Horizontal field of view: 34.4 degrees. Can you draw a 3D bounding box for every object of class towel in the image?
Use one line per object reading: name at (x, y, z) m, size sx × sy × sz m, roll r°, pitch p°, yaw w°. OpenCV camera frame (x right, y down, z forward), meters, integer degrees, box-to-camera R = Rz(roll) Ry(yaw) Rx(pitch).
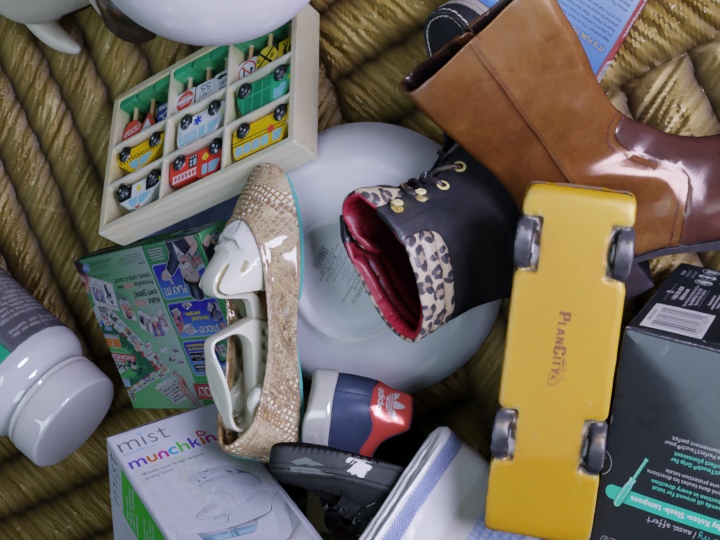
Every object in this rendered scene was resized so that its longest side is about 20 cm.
towel at (0.076, 0.212, 0.727) m, size 0.200 × 0.148 × 0.024 m, roll 43°, pitch 161°, yaw -18°

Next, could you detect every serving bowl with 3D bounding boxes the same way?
serving bowl at (0.000, 0.000, 0.820) m, size 0.197 × 0.066 × 0.204 m, roll 4°, pitch 104°, yaw 17°

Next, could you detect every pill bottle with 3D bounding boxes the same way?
pill bottle at (-0.318, 0.072, 1.024) m, size 0.199 × 0.113 × 0.114 m, roll 37°, pitch 119°, yaw 16°

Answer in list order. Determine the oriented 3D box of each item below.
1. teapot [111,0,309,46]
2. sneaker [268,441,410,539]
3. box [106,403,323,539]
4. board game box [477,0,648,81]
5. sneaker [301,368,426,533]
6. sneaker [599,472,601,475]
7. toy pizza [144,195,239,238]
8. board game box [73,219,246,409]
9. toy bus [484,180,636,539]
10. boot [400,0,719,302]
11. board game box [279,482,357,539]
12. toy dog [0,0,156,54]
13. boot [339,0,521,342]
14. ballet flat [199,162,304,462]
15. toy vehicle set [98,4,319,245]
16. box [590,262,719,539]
teapot at (-0.087, -0.238, 0.736) m, size 0.195 × 0.146 × 0.203 m, roll 19°, pitch 94°, yaw -20°
sneaker at (0.028, 0.179, 0.749) m, size 0.197 × 0.060 × 0.106 m, roll 14°, pitch 84°, yaw -17°
box at (-0.104, 0.232, 0.834) m, size 0.176 × 0.095 × 0.203 m, roll 41°, pitch 137°, yaw 46°
board game box at (0.096, -0.214, 0.756) m, size 0.199 × 0.019 × 0.104 m, roll 39°, pitch 118°, yaw 16°
sneaker at (0.005, 0.141, 0.845) m, size 0.083 × 0.076 × 0.201 m, roll 7°, pitch 150°, yaw 5°
sneaker at (0.107, 0.154, 0.817) m, size 0.129 × 0.079 × 0.203 m, roll -10°, pitch 98°, yaw 31°
toy pizza at (-0.106, -0.002, 0.927) m, size 0.197 × 0.032 × 0.204 m, roll 8°, pitch 107°, yaw 29°
board game box at (-0.143, 0.040, 0.896) m, size 0.198 × 0.029 × 0.136 m, roll -7°, pitch 107°, yaw 50°
toy bus at (0.114, 0.052, 0.668) m, size 0.064 × 0.078 × 0.204 m, roll 7°, pitch 100°, yaw 10°
boot at (0.151, -0.094, 0.674) m, size 0.187 × 0.069 × 0.200 m, roll -29°, pitch 116°, yaw 28°
board game box at (-0.063, 0.284, 0.967) m, size 0.163 × 0.057 × 0.203 m, roll 20°, pitch 113°, yaw 24°
toy dog at (-0.207, -0.235, 0.862) m, size 0.197 × 0.139 × 0.197 m, roll 18°, pitch 125°, yaw 25°
boot at (0.054, -0.064, 0.739) m, size 0.073 × 0.149 × 0.203 m, roll -12°, pitch 100°, yaw 56°
ballet flat at (-0.074, 0.030, 0.778) m, size 0.070 × 0.065 × 0.204 m, roll -2°, pitch 92°, yaw 52°
toy vehicle set at (-0.114, -0.108, 0.864) m, size 0.198 × 0.026 × 0.126 m, roll -21°, pitch 56°, yaw 33°
box at (0.218, 0.120, 0.699) m, size 0.123 × 0.148 × 0.204 m, roll 13°, pitch 110°, yaw 25°
